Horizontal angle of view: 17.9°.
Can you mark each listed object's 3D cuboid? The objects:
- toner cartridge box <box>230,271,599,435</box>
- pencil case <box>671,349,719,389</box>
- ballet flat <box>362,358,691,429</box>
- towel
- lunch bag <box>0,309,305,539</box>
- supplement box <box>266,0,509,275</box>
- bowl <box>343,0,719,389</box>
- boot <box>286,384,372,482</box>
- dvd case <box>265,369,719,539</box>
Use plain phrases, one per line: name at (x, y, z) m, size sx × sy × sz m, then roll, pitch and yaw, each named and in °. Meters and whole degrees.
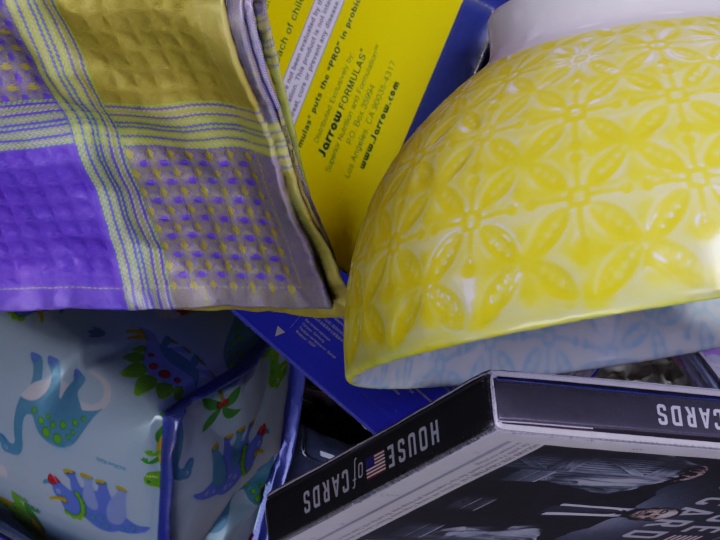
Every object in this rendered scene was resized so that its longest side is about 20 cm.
toner cartridge box at (0.000, 0.000, 0.921) m, size 0.200 × 0.095 × 0.043 m, roll 40°, pitch 176°, yaw 26°
pencil case at (0.152, 0.015, 0.894) m, size 0.083 × 0.091 × 0.200 m, roll -25°, pitch 114°, yaw 44°
ballet flat at (0.088, 0.068, 1.004) m, size 0.199 × 0.072 × 0.072 m, roll 10°, pitch 133°, yaw 24°
towel at (-0.106, -0.039, 0.767) m, size 0.198 × 0.023 × 0.144 m, roll 2°, pitch 132°, yaw 21°
lunch bag at (-0.128, 0.088, 1.060) m, size 0.169 × 0.127 × 0.201 m, roll 27°, pitch 131°, yaw 24°
supplement box at (-0.023, -0.092, 0.832) m, size 0.199 × 0.109 × 0.110 m, roll 33°, pitch 113°, yaw 23°
bowl at (0.086, -0.032, 0.705) m, size 0.199 × 0.199 × 0.109 m, roll -14°, pitch 81°, yaw 40°
boot at (-0.059, 0.089, 1.123) m, size 0.198 × 0.073 × 0.091 m, roll 13°, pitch 126°, yaw 13°
dvd case at (0.087, 0.075, 0.814) m, size 0.199 × 0.025 × 0.150 m, roll 8°, pitch 155°, yaw -30°
